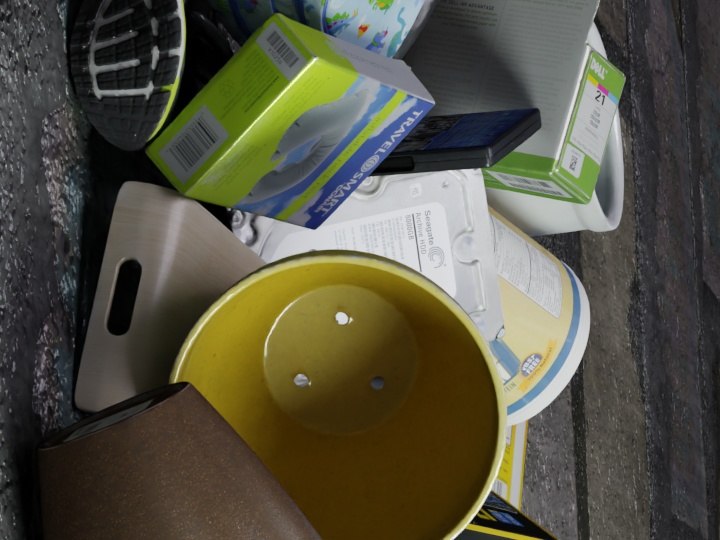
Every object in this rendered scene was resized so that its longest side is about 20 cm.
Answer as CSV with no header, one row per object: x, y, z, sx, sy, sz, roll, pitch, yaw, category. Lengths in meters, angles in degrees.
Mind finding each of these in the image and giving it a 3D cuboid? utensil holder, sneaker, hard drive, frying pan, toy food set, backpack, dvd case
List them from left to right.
-0.131,-0.165,1.614,0.081,0.074,0.200,50,40,-66,sneaker
-0.114,0.046,1.634,0.200,0.060,0.144,42,55,-61,toy food set
-0.069,-0.115,1.717,0.115,0.031,0.190,39,0,-1,frying pan
-0.025,-0.200,1.695,0.163,0.154,0.200,-58,139,-7,backpack
0.000,0.000,1.804,0.200,0.038,0.140,-13,100,-27,hard drive
0.012,-0.084,1.809,0.143,0.200,0.018,-39,124,-67,dvd case
0.091,-0.102,2.051,0.170,0.200,0.170,-8,90,-73,utensil holder

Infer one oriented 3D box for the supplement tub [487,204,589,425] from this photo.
0.061,0.015,1.950,0.200,0.145,0.145,35,48,-38,supplement tub

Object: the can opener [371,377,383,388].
-0.019,0.087,1.896,0.200,0.053,0.067,0,88,-72,can opener

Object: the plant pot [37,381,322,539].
-0.100,0.171,1.468,0.200,0.187,0.187,67,20,-6,plant pot

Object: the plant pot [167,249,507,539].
-0.013,0.070,1.595,0.142,0.200,0.200,-86,166,-76,plant pot

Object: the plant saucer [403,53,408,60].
-0.009,-0.230,1.914,0.200,0.032,0.201,10,75,-41,plant saucer

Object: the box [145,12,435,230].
-0.036,-0.088,1.639,0.048,0.122,0.200,50,16,21,box

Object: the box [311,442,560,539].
0.019,0.149,1.753,0.200,0.160,0.049,19,105,-51,box

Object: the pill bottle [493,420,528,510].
0.074,0.143,2.070,0.113,0.113,0.200,63,28,-48,pill bottle

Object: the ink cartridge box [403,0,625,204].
0.118,-0.163,1.912,0.076,0.148,0.200,31,74,-58,ink cartridge box
